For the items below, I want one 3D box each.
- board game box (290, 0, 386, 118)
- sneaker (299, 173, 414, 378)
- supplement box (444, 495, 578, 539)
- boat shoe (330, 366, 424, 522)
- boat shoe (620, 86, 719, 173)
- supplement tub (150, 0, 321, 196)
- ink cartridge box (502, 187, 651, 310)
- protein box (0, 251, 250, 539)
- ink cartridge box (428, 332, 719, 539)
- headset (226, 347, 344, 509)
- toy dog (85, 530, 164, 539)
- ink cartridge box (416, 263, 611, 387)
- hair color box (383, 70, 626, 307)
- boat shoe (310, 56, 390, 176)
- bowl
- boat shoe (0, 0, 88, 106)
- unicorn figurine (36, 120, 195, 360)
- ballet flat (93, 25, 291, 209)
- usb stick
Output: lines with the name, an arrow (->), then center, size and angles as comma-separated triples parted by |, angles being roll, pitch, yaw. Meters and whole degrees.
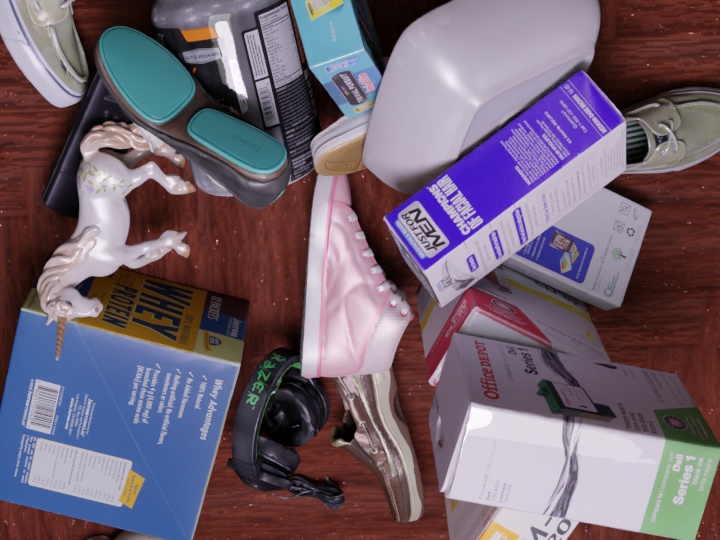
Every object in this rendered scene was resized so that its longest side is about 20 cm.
board game box -> -0.031, -0.238, 1.127 | 0.046, 0.151, 0.202 | -17, 79, 8
sneaker -> 0.000, 0.000, 1.301 | 0.103, 0.075, 0.203 | 3, 95, -1
supplement box -> 0.141, 0.197, 1.333 | 0.073, 0.200, 0.127 | 27, 111, -12
boat shoe -> 0.005, 0.155, 1.381 | 0.074, 0.075, 0.205 | -17, 102, -10
boat shoe -> 0.252, -0.114, 1.261 | 0.198, 0.062, 0.073 | -15, 103, -7
supplement tub -> -0.107, -0.176, 1.214 | 0.121, 0.123, 0.202 | -11, 112, 4
ink cartridge box -> 0.160, -0.048, 1.293 | 0.198, 0.039, 0.100 | 25, 77, -11
protein box -> -0.225, 0.119, 1.331 | 0.198, 0.135, 0.200 | 14, 112, -6
ink cartridge box -> 0.162, 0.127, 1.116 | 0.198, 0.146, 0.085 | 11, 108, -6
headset -> -0.065, 0.164, 1.364 | 0.093, 0.124, 0.201 | 18, 146, 19
toy dog -> -0.222, 0.352, 1.395 | 0.193, 0.200, 0.140 | -37, 109, 14
ink cartridge box -> 0.133, 0.056, 1.274 | 0.144, 0.200, 0.084 | 25, 108, -11
hair color box -> 0.121, -0.064, 1.158 | 0.199, 0.109, 0.065 | -38, 71, -2
boat shoe -> 0.031, -0.150, 1.232 | 0.199, 0.071, 0.070 | -30, 76, -21
bowl -> 0.108, -0.145, 1.162 | 0.199, 0.075, 0.200 | -28, 157, -27
boat shoe -> -0.276, -0.237, 1.203 | 0.061, 0.072, 0.202 | -17, 111, 19
unicorn figurine -> -0.214, -0.035, 1.235 | 0.136, 0.074, 0.203 | -6, 98, -29
ballet flat -> -0.141, -0.115, 1.148 | 0.200, 0.068, 0.069 | 40, 149, 15
usb stick -> -0.228, -0.118, 1.248 | 0.055, 0.033, 0.200 | 13, 136, -23
